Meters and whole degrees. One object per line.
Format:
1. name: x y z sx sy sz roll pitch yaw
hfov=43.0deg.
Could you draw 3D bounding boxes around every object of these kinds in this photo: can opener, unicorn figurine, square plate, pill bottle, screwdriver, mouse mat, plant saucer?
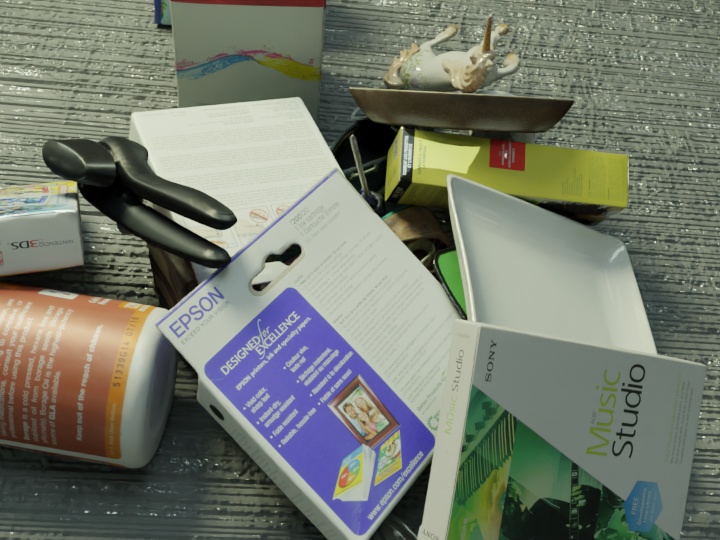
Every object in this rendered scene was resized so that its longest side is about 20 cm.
1. can opener: -0.155 -0.047 0.662 0.199 0.064 0.078 29 31 36
2. unicorn figurine: 0.105 -0.216 0.952 0.137 0.199 0.074 -43 109 -41
3. square plate: 0.151 0.035 0.710 0.196 0.028 0.202 18 50 -28
4. pill bottle: -0.235 0.066 0.639 0.197 0.113 0.113 10 47 -1
5. screwdriver: 0.000 -0.070 0.760 0.029 0.200 0.028 -4 74 10
6. mouse mat: 0.151 0.058 0.719 0.160 0.008 0.202 -13 67 -43
7. plant saucer: 0.088 -0.142 0.807 0.197 0.033 0.200 3 10 -1

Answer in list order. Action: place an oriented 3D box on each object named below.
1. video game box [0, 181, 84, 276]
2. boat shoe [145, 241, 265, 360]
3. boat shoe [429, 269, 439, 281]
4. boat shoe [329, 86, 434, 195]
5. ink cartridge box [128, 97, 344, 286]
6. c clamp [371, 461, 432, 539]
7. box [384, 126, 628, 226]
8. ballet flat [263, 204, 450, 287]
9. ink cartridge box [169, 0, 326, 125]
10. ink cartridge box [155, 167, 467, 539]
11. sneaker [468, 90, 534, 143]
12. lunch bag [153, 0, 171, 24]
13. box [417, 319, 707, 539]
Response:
1. video game box: -0.304 -0.030 0.692 0.180 0.048 0.200 -10 14 -15
2. boat shoe: -0.115 0.034 0.718 0.074 0.074 0.201 -10 45 -23
3. boat shoe: 0.098 0.018 0.768 0.197 0.072 0.073 -13 51 -20
4. boat shoe: 0.018 -0.128 0.894 0.074 0.062 0.200 31 50 20
5. ink cartridge box: -0.089 -0.058 0.756 0.158 0.048 0.201 -10 54 -26
6. c clamp: 0.063 0.154 0.669 0.199 0.027 0.171 -28 58 -29
7. box: 0.123 -0.079 0.784 0.197 0.075 0.051 6 79 -6
8. ballet flat: 0.000 0.000 0.774 0.199 0.068 0.067 -28 64 -28
9. ink cartridge box: -0.108 -0.246 0.888 0.142 0.201 0.147 0 47 -6
10. ink cartridge box: -0.015 0.057 0.651 0.200 0.043 0.198 48 56 -1
11. sneaker: 0.124 -0.107 0.884 0.098 0.075 0.202 -2 48 -13
12. lunch bag: -0.141 -0.367 0.991 0.167 0.201 0.129 4 47 -7
13. box: 0.140 0.119 0.612 0.198 0.036 0.147 10 88 -24
